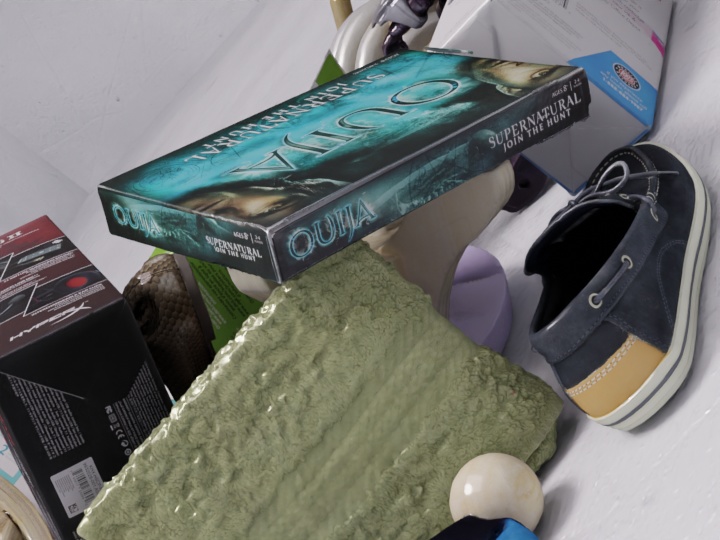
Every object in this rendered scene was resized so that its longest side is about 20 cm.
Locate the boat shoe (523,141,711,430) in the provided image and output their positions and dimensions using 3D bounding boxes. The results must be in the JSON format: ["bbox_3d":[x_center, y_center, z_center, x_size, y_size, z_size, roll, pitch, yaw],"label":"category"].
[{"bbox_3d":[0.111,-0.009,0.733,0.075,0.062,0.200,-46,13,31],"label":"boat shoe"}]

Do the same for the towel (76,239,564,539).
[{"bbox_3d":[-0.020,0.095,0.734,0.200,0.148,0.036,-52,-5,2],"label":"towel"}]

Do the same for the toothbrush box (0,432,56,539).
[{"bbox_3d":[-0.183,0.140,1.029,0.085,0.146,0.200,-52,-4,-22],"label":"toothbrush box"}]

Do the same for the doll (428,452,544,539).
[{"bbox_3d":[0.023,0.151,0.639,0.136,0.048,0.200,-35,22,49],"label":"doll"}]

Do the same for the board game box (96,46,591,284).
[{"bbox_3d":[-0.006,-0.057,0.781,0.200,0.028,0.135,-29,27,-33],"label":"board game box"}]

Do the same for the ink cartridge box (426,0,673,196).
[{"bbox_3d":[0.114,-0.148,0.959,0.068,0.115,0.200,-44,15,36],"label":"ink cartridge box"}]

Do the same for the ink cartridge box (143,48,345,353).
[{"bbox_3d":[-0.032,-0.018,1.019,0.076,0.148,0.200,-22,27,29],"label":"ink cartridge box"}]

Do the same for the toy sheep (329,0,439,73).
[{"bbox_3d":[0.036,-0.139,1.163,0.138,0.138,0.200,-54,19,-8],"label":"toy sheep"}]

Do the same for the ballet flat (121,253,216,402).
[{"bbox_3d":[-0.098,0.060,0.909,0.046,0.068,0.200,-22,-33,-10],"label":"ballet flat"}]

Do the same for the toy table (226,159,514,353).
[{"bbox_3d":[0.000,0.000,0.838,0.183,0.118,0.200,-4,27,21],"label":"toy table"}]

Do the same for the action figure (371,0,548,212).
[{"bbox_3d":[0.070,-0.128,1.026,0.070,0.129,0.201,114,163,-49],"label":"action figure"}]

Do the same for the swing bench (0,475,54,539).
[{"bbox_3d":[-0.224,0.242,0.907,0.199,0.129,0.200,95,-158,-54],"label":"swing bench"}]

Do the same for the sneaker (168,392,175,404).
[{"bbox_3d":[-0.069,0.038,1.142,0.200,0.093,0.070,-57,15,-20],"label":"sneaker"}]

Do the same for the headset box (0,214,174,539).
[{"bbox_3d":[-0.148,0.066,0.840,0.075,0.149,0.200,-26,22,-14],"label":"headset box"}]
